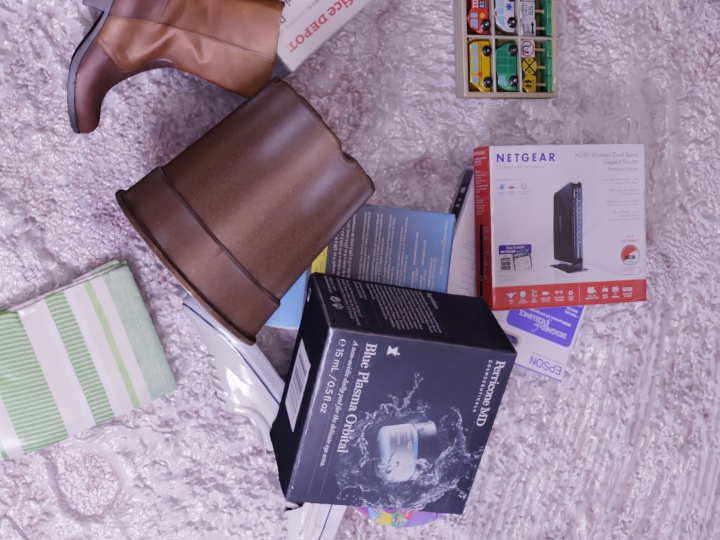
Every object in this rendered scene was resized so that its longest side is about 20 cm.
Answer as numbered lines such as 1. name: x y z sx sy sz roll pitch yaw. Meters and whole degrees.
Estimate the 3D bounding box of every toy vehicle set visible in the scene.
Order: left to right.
1. toy vehicle set: 0.169 -0.303 1.173 0.122 0.026 0.205 -4 95 -18

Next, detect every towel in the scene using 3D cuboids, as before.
1. towel: -0.308 0.094 1.047 0.197 0.023 0.155 -23 101 -17

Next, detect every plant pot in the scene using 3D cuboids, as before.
1. plant pot: -0.102 -0.067 0.992 0.198 0.200 0.201 -42 104 0

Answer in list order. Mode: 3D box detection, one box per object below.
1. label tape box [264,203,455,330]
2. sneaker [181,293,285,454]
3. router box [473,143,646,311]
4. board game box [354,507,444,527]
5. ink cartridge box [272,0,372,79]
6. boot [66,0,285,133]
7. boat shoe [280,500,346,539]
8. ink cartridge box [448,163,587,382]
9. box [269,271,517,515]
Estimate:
1. label tape box: 0.000 0.000 1.110 0.196 0.063 0.148 7 92 3
2. sneaker: -0.133 0.113 1.077 0.071 0.073 0.201 -41 104 -14
3. router box: 0.228 -0.051 1.150 0.196 0.049 0.184 -3 94 -16
4. board game box: 0.062 0.202 1.162 0.155 0.039 0.205 -7 95 -17
5. ink cartridge box: -0.090 -0.325 1.058 0.146 0.084 0.201 -43 105 -10
6. boot: -0.188 -0.206 1.017 0.196 0.069 0.192 13 108 -15
7. boat shoe: -0.057 0.275 1.121 0.064 0.074 0.203 23 82 -3
8. ink cartridge box: 0.181 0.005 1.187 0.195 0.043 0.204 21 86 -17
9. box: 0.028 0.127 1.022 0.196 0.118 0.200 8 113 -17
